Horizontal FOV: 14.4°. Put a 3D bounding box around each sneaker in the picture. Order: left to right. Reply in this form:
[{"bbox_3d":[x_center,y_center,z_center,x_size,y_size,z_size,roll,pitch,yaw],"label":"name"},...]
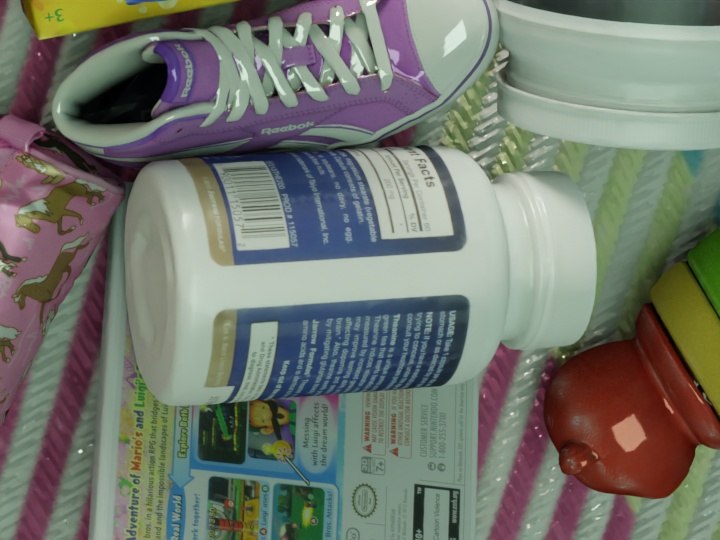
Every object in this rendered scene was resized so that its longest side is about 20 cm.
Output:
[{"bbox_3d":[-0.040,-0.086,1.268,0.200,0.114,0.073,-17,85,11],"label":"sneaker"}]

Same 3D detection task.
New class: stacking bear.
[{"bbox_3d":[0.182,0.041,1.394,0.200,0.121,0.114,-32,112,6],"label":"stacking bear"}]

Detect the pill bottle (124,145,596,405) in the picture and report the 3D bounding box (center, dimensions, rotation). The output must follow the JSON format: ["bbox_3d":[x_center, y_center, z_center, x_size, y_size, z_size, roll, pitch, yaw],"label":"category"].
[{"bbox_3d":[0.000,0.000,1.295,0.199,0.111,0.111,-3,107,-18],"label":"pill bottle"}]

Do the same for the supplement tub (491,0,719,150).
[{"bbox_3d":[0.131,-0.166,1.300,0.140,0.140,0.201,0,106,-13],"label":"supplement tub"}]

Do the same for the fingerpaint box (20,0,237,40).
[{"bbox_3d":[-0.067,-0.207,1.279,0.199,0.073,0.167,-11,108,-9],"label":"fingerpaint box"}]

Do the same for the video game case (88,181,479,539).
[{"bbox_3d":[-0.033,0.064,1.337,0.182,0.024,0.201,7,69,-14],"label":"video game case"}]

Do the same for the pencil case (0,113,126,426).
[{"bbox_3d":[-0.184,0.023,1.314,0.083,0.087,0.200,28,96,-10],"label":"pencil case"}]
